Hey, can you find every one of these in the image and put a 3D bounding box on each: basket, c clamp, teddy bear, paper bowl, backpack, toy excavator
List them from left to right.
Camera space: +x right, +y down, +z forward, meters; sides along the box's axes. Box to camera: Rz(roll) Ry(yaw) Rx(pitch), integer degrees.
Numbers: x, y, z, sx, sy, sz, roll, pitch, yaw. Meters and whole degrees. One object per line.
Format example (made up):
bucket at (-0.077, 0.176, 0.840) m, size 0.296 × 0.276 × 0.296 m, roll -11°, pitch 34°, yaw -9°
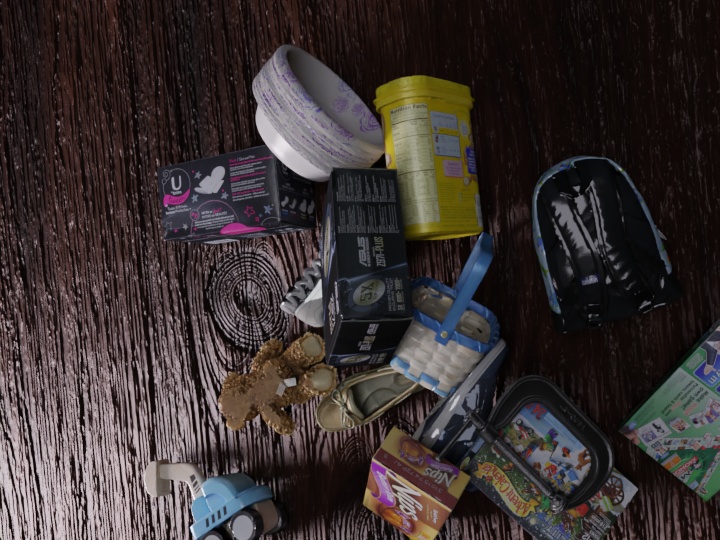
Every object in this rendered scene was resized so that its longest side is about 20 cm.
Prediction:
toy excavator at (-0.241, 0.364, 1.030) m, size 0.194 × 0.100 × 0.201 m, roll -36°, pitch 67°, yaw 14°
teddy bear at (-0.124, 0.176, 0.993) m, size 0.200 × 0.067 × 0.145 m, roll -45°, pitch 74°, yaw 11°
paper bowl at (-0.065, -0.206, 0.894) m, size 0.104 × 0.200 × 0.201 m, roll -43°, pitch 78°, yaw 25°
basket at (0.123, 0.051, 0.848) m, size 0.139 × 0.176 × 0.201 m, roll 31°, pitch 106°, yaw 6°
c clamp at (0.217, 0.227, 0.803) m, size 0.200 × 0.027 × 0.171 m, roll 39°, pitch 76°, yaw -1°
backpack at (0.292, -0.047, 0.816) m, size 0.162 × 0.154 × 0.201 m, roll -22°, pitch 106°, yaw 20°

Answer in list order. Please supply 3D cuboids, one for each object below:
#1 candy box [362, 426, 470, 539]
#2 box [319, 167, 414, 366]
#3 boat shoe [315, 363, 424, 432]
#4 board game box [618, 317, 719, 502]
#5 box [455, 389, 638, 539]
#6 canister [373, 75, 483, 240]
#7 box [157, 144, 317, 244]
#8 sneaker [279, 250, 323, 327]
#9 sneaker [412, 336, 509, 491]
candy box at (0.070, 0.300, 0.867) m, size 0.116 × 0.201 × 0.057 m, roll 30°, pitch 59°, yaw 16°
box at (0.000, 0.000, 0.803) m, size 0.085 × 0.164 × 0.201 m, roll 0°, pitch 65°, yaw -10°
boat shoe at (0.013, 0.185, 0.945) m, size 0.200 × 0.063 × 0.074 m, roll -25°, pitch 83°, yaw 18°
board game box at (0.441, 0.172, 0.795) m, size 0.134 × 0.029 × 0.201 m, roll 39°, pitch 114°, yaw 14°
box at (0.241, 0.270, 0.831) m, size 0.200 × 0.038 × 0.137 m, roll 41°, pitch 81°, yaw -2°
canister at (0.097, -0.145, 0.865) m, size 0.086 × 0.148 × 0.202 m, roll -8°, pitch 87°, yaw 45°
box at (-0.184, -0.110, 0.972) m, size 0.198 × 0.132 × 0.116 m, roll -6°, pitch 87°, yaw 20°
sneaker at (-0.034, -0.002, 0.963) m, size 0.081 × 0.075 × 0.200 m, roll 38°, pitch 101°, yaw -5°
sneaker at (0.180, 0.207, 0.886) m, size 0.146 × 0.077 × 0.203 m, roll 35°, pitch 90°, yaw 4°
